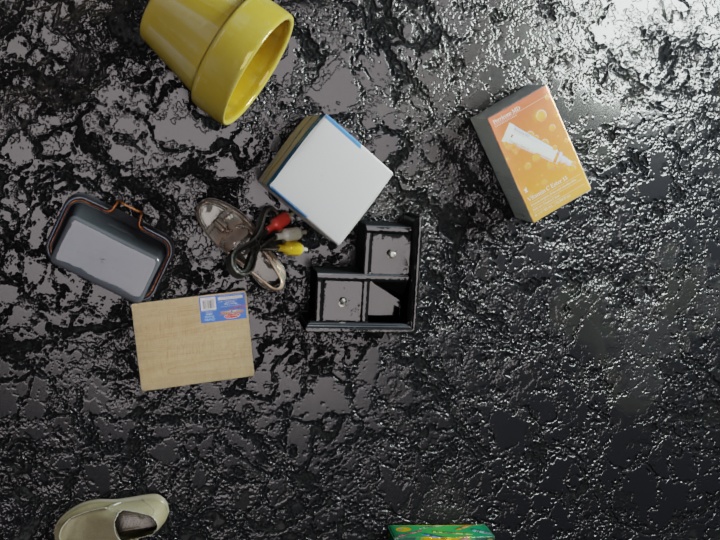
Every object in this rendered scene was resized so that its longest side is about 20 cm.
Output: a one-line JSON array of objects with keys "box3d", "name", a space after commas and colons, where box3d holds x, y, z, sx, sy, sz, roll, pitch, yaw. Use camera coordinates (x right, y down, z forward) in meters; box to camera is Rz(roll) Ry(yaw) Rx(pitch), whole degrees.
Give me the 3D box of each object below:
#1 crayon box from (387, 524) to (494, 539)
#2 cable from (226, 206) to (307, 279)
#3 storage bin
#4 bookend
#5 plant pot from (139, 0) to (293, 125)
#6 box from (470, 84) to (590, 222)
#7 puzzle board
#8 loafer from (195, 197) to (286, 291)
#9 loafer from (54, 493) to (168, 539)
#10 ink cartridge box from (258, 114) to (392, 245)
[{"box3d": [0.145, 0.542, 1.807, 0.196, 0.058, 0.121, 2, 99, -12], "name": "crayon box"}, {"box3d": [-0.157, -0.053, 1.598, 0.050, 0.199, 0.099, -22, 93, 30], "name": "cable"}, {"box3d": [-0.400, -0.034, 1.559, 0.198, 0.134, 0.147, 27, 94, -15], "name": "storage bin"}, {"box3d": [0.000, 0.000, 1.668, 0.194, 0.092, 0.204, 2, 98, -12], "name": "bookend"}, {"box3d": [-0.233, -0.365, 1.519, 0.187, 0.201, 0.202, 34, 92, 1], "name": "plant pot"}, {"box3d": [0.297, -0.205, 1.692, 0.123, 0.097, 0.202, -29, 104, -5], "name": "box"}, {"box3d": [-0.287, 0.119, 1.670, 0.196, 0.017, 0.154, -7, 100, -11], "name": "puzzle board"}, {"box3d": [-0.197, -0.044, 1.635, 0.072, 0.063, 0.200, -44, 105, -1], "name": "loafer"}, {"box3d": [-0.429, 0.434, 1.666, 0.196, 0.068, 0.077, -14, 102, -9], "name": "loafer"}, {"box3d": [-0.063, -0.152, 1.575, 0.147, 0.200, 0.145, 38, 89, -15], "name": "ink cartridge box"}]
